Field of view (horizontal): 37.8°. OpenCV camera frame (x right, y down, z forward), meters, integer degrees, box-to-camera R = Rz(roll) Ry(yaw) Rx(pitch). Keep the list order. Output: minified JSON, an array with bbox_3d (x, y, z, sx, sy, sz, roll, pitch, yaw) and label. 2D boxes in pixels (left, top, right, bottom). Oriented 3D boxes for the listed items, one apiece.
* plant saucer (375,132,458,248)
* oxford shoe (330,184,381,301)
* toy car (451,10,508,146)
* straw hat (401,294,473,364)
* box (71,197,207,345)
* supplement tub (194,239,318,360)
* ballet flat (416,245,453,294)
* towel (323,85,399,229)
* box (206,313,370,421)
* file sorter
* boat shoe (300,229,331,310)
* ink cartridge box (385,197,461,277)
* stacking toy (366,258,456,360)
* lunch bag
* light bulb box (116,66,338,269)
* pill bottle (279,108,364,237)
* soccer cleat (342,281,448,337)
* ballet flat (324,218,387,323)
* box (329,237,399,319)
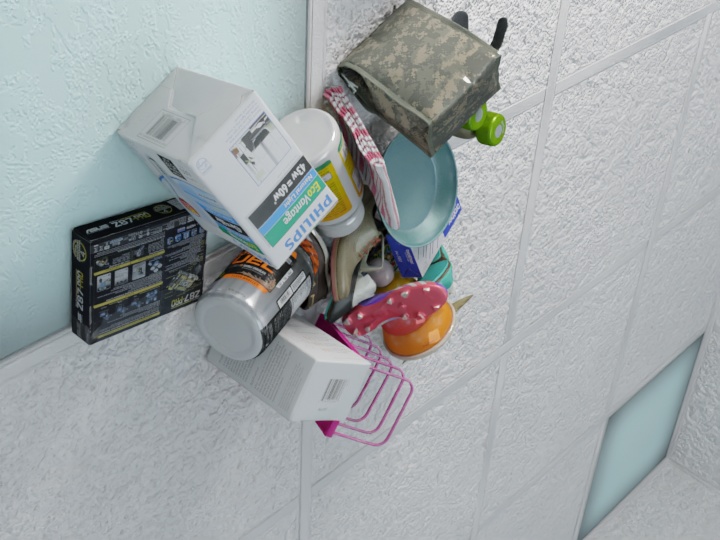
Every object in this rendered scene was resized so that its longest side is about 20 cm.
[{"bbox_3d":[0.085,-0.139,1.726,0.199,0.036,0.202,-9,102,-45],"label":"plant saucer"},{"bbox_3d":[-0.006,-0.046,1.700,0.070,0.074,0.202,75,25,-81],"label":"oxford shoe"},{"bbox_3d":[0.166,-0.326,1.708,0.158,0.163,0.201,23,88,-57],"label":"toy car"},{"bbox_3d":[0.119,0.086,2.027,0.201,0.085,0.201,-43,173,-7],"label":"straw hat"},{"bbox_3d":[-0.298,-0.005,1.432,0.199,0.049,0.162,-24,132,-43],"label":"box"},{"bbox_3d":[-0.148,0.030,1.564,0.200,0.122,0.123,-53,153,-47],"label":"supplement tub"},{"bbox_3d":[0.138,0.010,1.857,0.067,0.200,0.071,-26,110,12],"label":"ballet flat"},{"bbox_3d":[0.003,-0.169,1.580,0.030,0.201,0.147,-24,141,-3],"label":"towel"},{"bbox_3d":[-0.114,0.143,1.659,0.152,0.199,0.107,11,106,-55],"label":"box"},{"bbox_3d":[-0.014,0.191,1.798,0.125,0.200,0.140,21,101,-29],"label":"file sorter"},{"bbox_3d":[-0.093,-0.010,1.687,0.060,0.072,0.201,-47,152,-22],"label":"boat shoe"},{"bbox_3d":[0.114,-0.086,1.848,0.200,0.044,0.094,-58,136,-42],"label":"ink cartridge box"},{"bbox_3d":[0.072,0.049,1.864,0.146,0.146,0.200,-47,129,-18],"label":"stacking toy"},{"bbox_3d":[0.085,-0.298,1.581,0.164,0.200,0.118,-45,160,-13],"label":"lunch bag"},{"bbox_3d":[-0.168,-0.132,1.328,0.125,0.198,0.200,-49,130,-13],"label":"light bulb box"},{"bbox_3d":[-0.059,-0.140,1.586,0.113,0.112,0.200,-49,146,-15],"label":"pill bottle"},{"bbox_3d":[0.058,0.054,1.773,0.067,0.199,0.077,57,27,-22],"label":"soccer cleat"},{"bbox_3d":[0.000,0.000,1.760,0.068,0.068,0.201,78,28,-72],"label":"ballet flat"},{"bbox_3d":[0.026,-0.009,1.877,0.200,0.035,0.111,-40,143,-27],"label":"box"}]
